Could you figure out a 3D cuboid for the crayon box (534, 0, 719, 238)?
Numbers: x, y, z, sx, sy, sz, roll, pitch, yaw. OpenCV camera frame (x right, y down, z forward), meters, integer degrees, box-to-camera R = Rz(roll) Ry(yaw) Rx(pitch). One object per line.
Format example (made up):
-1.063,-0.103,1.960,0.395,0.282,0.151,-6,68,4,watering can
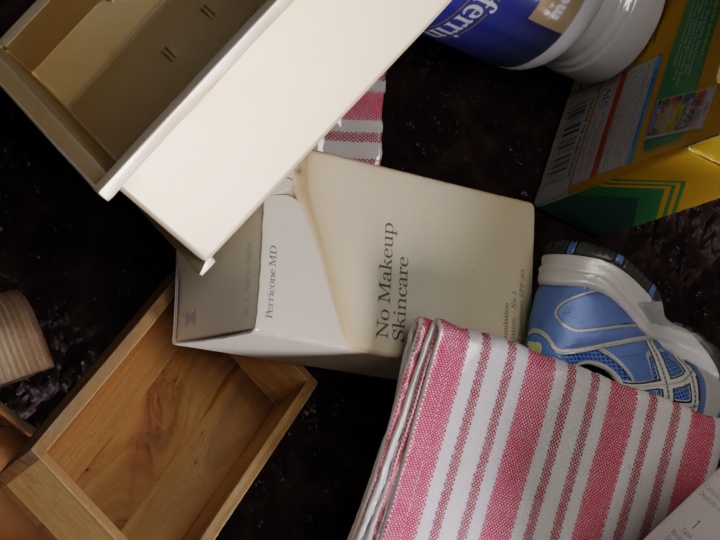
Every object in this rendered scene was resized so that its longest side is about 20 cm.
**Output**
0.182,-0.099,1.208,0.051,0.200,0.127,25,72,-18,crayon box

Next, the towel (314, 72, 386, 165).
-0.050,-0.121,1.207,0.145,0.030,0.202,9,77,-21,towel

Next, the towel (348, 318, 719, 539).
0.094,0.122,1.133,0.199,0.030,0.148,20,85,-23,towel

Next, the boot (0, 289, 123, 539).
-0.209,0.120,1.076,0.154,0.074,0.201,-21,79,-25,boot

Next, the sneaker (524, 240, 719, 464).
0.156,0.064,1.221,0.200,0.075,0.078,38,67,-33,sneaker

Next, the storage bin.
-0.081,-0.138,1.073,0.200,0.199,0.094,-47,138,1,storage bin

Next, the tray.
-0.099,0.081,1.093,0.099,0.037,0.200,48,33,-9,tray

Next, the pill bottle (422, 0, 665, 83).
0.069,-0.180,1.196,0.199,0.115,0.117,18,73,-34,pill bottle

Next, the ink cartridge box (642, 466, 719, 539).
0.240,0.168,1.138,0.176,0.045,0.200,-41,130,-3,ink cartridge box

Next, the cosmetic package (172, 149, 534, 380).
0.000,0.000,1.150,0.199,0.073,0.105,10,77,-42,cosmetic package
